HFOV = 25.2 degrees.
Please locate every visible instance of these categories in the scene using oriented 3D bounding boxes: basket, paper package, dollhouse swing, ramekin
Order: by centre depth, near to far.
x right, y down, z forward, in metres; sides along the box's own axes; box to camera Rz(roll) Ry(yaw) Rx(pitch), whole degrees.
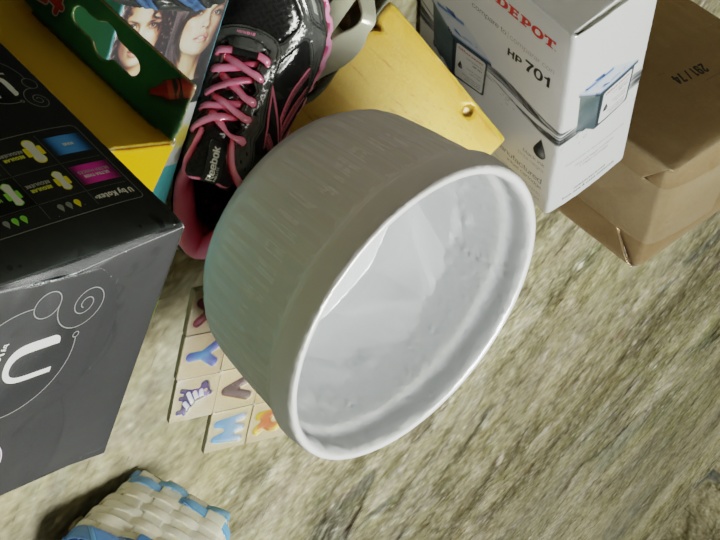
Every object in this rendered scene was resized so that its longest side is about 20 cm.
[{"bbox_3d":[0.000,0.000,0.950,0.200,0.105,0.201,-34,145,-28],"label":"ramekin"},{"bbox_3d":[-0.031,-0.071,1.130,0.200,0.176,0.182,-45,116,-4],"label":"dollhouse swing"},{"bbox_3d":[-0.187,0.272,1.242,0.200,0.138,0.177,-68,-179,-52],"label":"basket"},{"bbox_3d":[0.224,-0.127,1.288,0.200,0.190,0.104,-32,149,-34],"label":"paper package"}]

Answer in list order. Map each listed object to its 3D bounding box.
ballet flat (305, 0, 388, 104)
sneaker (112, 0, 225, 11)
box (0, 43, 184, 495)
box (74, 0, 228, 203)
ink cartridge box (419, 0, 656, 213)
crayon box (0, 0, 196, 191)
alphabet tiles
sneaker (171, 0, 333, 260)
[{"bbox_3d":[0.007,-0.178,0.949,0.067,0.064,0.200,17,124,-38],"label":"ballet flat"},{"bbox_3d":[-0.140,-0.172,0.742,0.199,0.078,0.076,4,158,-42],"label":"sneaker"},{"bbox_3d":[-0.200,-0.013,0.710,0.124,0.200,0.149,-22,147,-45],"label":"box"},{"bbox_3d":[-0.136,-0.085,0.879,0.082,0.049,0.201,-19,139,-48],"label":"box"},{"bbox_3d":[0.116,-0.159,1.102,0.086,0.146,0.200,-37,155,-18],"label":"ink cartridge box"},{"bbox_3d":[-0.172,-0.045,0.806,0.051,0.127,0.201,-14,139,-53],"label":"crayon box"},{"bbox_3d":[-0.034,0.040,1.055,0.199,0.006,0.167,-10,126,-38],"label":"alphabet tiles"},{"bbox_3d":[-0.071,-0.091,0.923,0.096,0.078,0.201,-67,172,-55],"label":"sneaker"}]
